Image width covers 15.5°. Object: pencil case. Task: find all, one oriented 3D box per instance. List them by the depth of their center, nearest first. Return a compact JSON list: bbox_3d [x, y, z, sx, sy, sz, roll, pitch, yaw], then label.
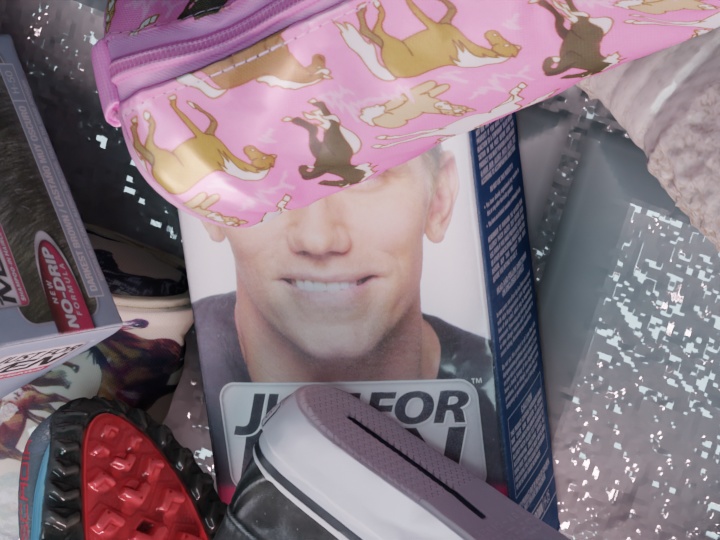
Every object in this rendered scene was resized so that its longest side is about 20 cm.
[{"bbox_3d":[0.020,-0.074,0.695,0.200,0.083,0.087,-23,121,39],"label":"pencil case"},{"bbox_3d":[-0.115,0.074,0.872,0.078,0.089,0.201,28,112,20],"label":"pencil case"}]

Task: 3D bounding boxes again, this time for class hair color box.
[{"bbox_3d":[-0.175,0.015,0.821,0.200,0.061,0.099,-29,78,34],"label":"hair color box"},{"bbox_3d":[0.000,0.000,0.828,0.100,0.061,0.201,-2,106,18],"label":"hair color box"}]

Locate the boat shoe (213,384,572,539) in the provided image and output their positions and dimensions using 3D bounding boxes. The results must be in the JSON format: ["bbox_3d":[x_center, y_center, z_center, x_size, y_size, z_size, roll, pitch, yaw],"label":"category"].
[{"bbox_3d":[0.041,0.115,0.771,0.200,0.072,0.071,39,111,24],"label":"boat shoe"}]

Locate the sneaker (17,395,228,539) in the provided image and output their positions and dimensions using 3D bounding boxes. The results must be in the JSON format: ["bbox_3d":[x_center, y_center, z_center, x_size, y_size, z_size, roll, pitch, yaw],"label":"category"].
[{"bbox_3d":[-0.086,0.139,0.824,0.095,0.079,0.201,-2,100,43],"label":"sneaker"}]

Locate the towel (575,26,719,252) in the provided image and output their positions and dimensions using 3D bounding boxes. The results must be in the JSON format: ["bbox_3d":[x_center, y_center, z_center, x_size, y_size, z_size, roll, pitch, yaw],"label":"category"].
[{"bbox_3d":[0.146,-0.098,0.706,0.200,0.034,0.133,-42,58,6],"label":"towel"}]
